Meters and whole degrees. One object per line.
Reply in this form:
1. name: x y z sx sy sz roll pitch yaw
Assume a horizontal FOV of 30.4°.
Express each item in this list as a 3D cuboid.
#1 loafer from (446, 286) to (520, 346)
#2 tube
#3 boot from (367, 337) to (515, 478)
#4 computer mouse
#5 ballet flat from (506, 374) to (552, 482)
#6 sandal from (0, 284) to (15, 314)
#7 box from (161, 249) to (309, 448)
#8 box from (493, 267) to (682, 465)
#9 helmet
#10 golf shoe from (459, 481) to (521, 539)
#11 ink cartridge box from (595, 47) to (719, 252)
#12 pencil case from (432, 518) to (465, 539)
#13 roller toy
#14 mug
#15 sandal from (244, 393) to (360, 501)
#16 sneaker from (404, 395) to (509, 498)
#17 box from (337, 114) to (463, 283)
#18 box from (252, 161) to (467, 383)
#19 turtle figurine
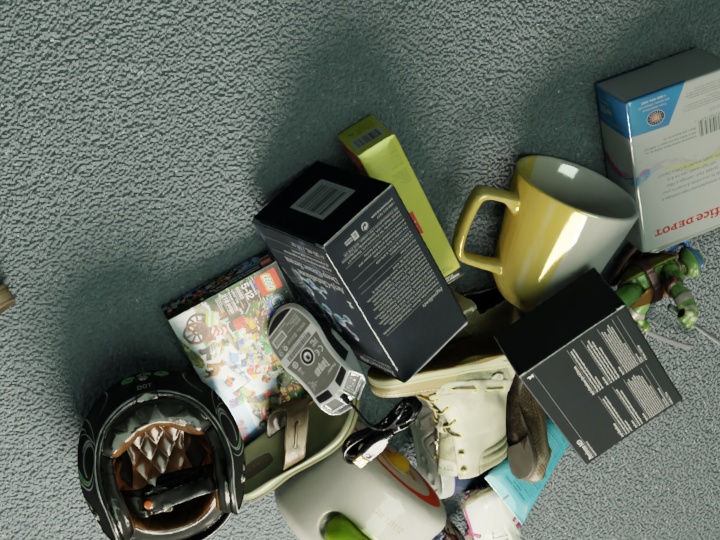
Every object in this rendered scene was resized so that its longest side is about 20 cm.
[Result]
1. loafer: 0.101 0.056 1.565 0.199 0.076 0.068 -9 115 -27
2. tube: 0.227 0.214 1.641 0.078 0.050 0.200 48 56 -10
3. boot: 0.095 0.165 1.516 0.199 0.072 0.156 -8 111 -32
4. computer mouse: -0.024 0.114 1.448 0.110 0.200 0.044 -50 157 26
5. ballet flat: 0.201 0.158 1.602 0.046 0.201 0.067 11 151 -34
6. sandal: -0.461 0.064 1.357 0.211 0.078 0.070 -36 90 -11
7. box: -0.122 0.093 1.509 0.136 0.038 0.201 -29 121 -7
8. box: 0.262 0.113 1.512 0.141 0.079 0.200 -36 132 3
9. helmet: -0.215 0.209 1.439 0.199 0.191 0.201 1 84 -9
10. golf shoe: 0.176 0.328 1.665 0.072 0.092 0.200 -24 147 -6
11. ink cartridge box: 0.369 -0.141 1.569 0.144 0.085 0.201 -20 118 -12
12. pencil case: 0.053 0.404 1.695 0.078 0.089 0.200 36 98 -31
13. roller toy: 0.003 0.267 1.558 0.140 0.200 0.182 -48 143 5
14. mug: 0.208 -0.039 1.537 0.186 0.150 0.154 23 116 5
15. sandal: -0.080 0.187 1.493 0.201 0.080 0.057 -41 140 5
16. sneaker: 0.138 0.175 1.639 0.146 0.080 0.201 -17 111 -30
17. box: 0.046 -0.072 1.479 0.050 0.075 0.201 -31 122 -5
18. box: 0.000 0.000 1.437 0.107 0.148 0.200 -43 122 -18
19. turtle figurine: 0.350 0.065 1.625 0.193 0.144 0.201 -18 115 -9
